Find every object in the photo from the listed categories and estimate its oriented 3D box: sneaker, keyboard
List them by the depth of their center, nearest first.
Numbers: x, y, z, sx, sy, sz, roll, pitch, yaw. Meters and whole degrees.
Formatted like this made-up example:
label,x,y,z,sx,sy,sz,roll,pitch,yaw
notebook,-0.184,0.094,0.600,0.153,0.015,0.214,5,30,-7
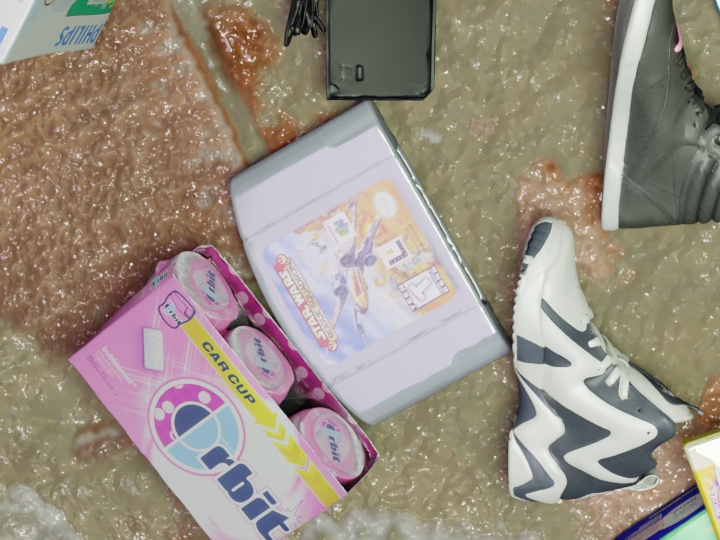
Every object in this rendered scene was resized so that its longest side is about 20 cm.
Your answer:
label,x,y,z,sx,sy,sz,roll,pitch,yaw
sneaker,0.212,-0.114,1.355,0.099,0.071,0.200,4,122,5
sneaker,0.167,0.063,1.402,0.129,0.079,0.200,3,100,6
keyboard,-0.002,-0.215,1.405,0.104,0.040,0.201,0,95,-12

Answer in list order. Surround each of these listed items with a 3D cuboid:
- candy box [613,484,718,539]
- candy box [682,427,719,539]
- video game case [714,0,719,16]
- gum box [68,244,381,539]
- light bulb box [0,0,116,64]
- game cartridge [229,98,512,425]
label,x,y,z,sx,sy,sz,roll,pitch,yaw
candy box,0.294,0.229,1.413,0.169,0.077,0.200,-35,95,10
candy box,0.291,0.188,1.355,0.102,0.026,0.201,-20,94,8
video game case,0.287,-0.235,1.366,0.143,0.018,0.200,-21,96,10
gum box,-0.097,0.090,1.433,0.113,0.066,0.200,-37,94,30
light bulb box,-0.207,-0.251,1.338,0.125,0.198,0.200,30,103,4
game cartridge,0.000,0.000,1.437,0.133,0.042,0.200,-30,95,7
